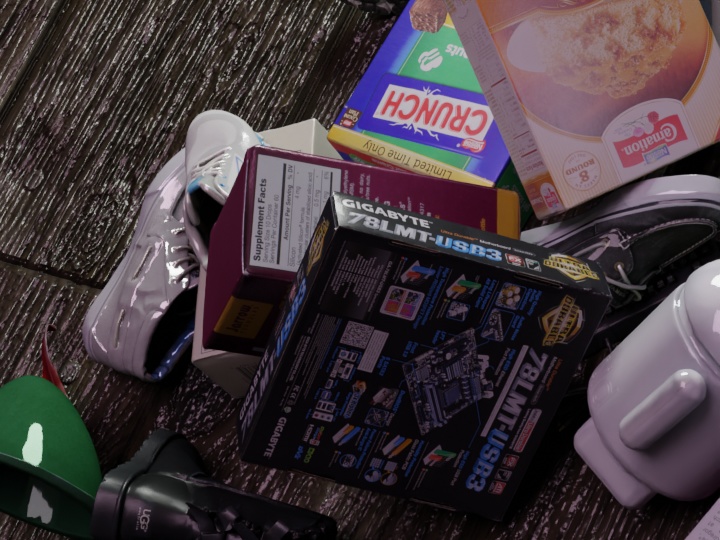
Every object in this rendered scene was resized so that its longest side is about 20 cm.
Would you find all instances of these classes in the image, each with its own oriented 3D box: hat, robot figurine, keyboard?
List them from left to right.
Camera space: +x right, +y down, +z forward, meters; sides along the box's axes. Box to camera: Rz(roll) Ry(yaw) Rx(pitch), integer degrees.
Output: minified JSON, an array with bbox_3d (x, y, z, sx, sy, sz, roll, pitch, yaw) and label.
[{"bbox_3d":[-0.236,0.096,1.583,0.199,0.166,0.177,10,64,29],"label":"hat"},{"bbox_3d":[0.172,0.039,1.462,0.199,0.021,0.128,-28,51,15],"label":"keyboard"},{"bbox_3d":[0.226,0.070,1.319,0.113,0.169,0.200,48,123,9],"label":"robot figurine"}]

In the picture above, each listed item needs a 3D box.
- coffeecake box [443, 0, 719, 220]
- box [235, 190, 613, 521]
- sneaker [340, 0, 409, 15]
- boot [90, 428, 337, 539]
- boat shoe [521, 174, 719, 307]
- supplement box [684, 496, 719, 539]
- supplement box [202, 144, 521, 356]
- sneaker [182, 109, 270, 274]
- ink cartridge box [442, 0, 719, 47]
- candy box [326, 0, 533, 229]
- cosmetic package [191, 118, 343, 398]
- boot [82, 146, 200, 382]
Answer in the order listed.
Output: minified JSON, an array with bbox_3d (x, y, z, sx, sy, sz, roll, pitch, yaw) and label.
[{"bbox_3d":[0.161,-0.159,1.433,0.153,0.073,0.201,-24,91,-12],"label":"coffeecake box"},{"bbox_3d":[0.040,0.062,1.360,0.050,0.197,0.201,-103,30,-55],"label":"box"},{"bbox_3d":[0.059,-0.276,1.704,0.198,0.077,0.085,-11,45,17],"label":"sneaker"},{"bbox_3d":[-0.096,0.178,1.483,0.161,0.198,0.074,13,98,8],"label":"boot"},{"bbox_3d":[0.178,-0.005,1.440,0.199,0.072,0.071,-23,52,33],"label":"boat shoe"},{"bbox_3d":[0.280,0.175,1.256,0.200,0.101,0.103,-50,50,-5],"label":"supplement box"},{"bbox_3d":[0.000,0.000,1.430,0.198,0.131,0.104,9,63,-13],"label":"supplement box"},{"bbox_3d":[-0.105,-0.059,1.553,0.075,0.087,0.201,-30,49,14],"label":"sneaker"},{"bbox_3d":[0.190,-0.203,1.501,0.200,0.176,0.045,-44,4,-10],"label":"ink cartridge box"},{"bbox_3d":[0.094,-0.144,1.585,0.168,0.077,0.201,22,76,36],"label":"candy box"},{"bbox_3d":[-0.067,-0.010,1.603,0.104,0.071,0.201,-12,56,26],"label":"cosmetic package"},{"bbox_3d":[-0.143,-0.003,1.644,0.095,0.073,0.201,21,82,46],"label":"boot"}]
